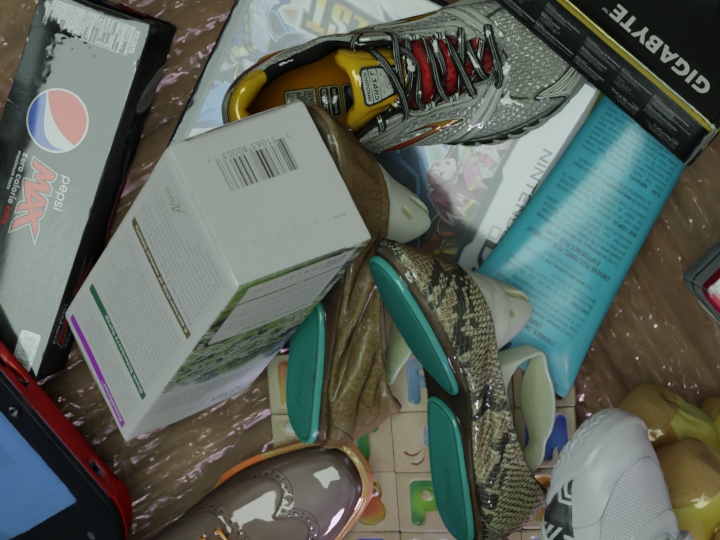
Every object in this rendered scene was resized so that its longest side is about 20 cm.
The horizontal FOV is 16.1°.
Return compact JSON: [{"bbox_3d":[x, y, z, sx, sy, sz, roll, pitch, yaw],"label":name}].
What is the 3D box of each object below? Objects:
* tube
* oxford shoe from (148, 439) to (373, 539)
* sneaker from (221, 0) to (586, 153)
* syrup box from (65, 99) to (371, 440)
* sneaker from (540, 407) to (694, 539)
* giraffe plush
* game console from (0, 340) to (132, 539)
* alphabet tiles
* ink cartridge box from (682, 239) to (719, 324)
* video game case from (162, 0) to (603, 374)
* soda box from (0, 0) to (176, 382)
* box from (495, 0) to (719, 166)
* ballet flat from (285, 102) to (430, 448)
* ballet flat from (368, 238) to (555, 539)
[{"bbox_3d":[0.126,-0.040,1.312,0.077,0.050,0.201,32,90,3],"label":"tube"},{"bbox_3d":[-0.079,0.158,1.348,0.200,0.073,0.071,-36,91,15],"label":"oxford shoe"},{"bbox_3d":[0.025,-0.092,1.293,0.199,0.082,0.078,-15,92,8],"label":"sneaker"},{"bbox_3d":[-0.075,0.004,1.261,0.078,0.200,0.082,-20,75,-29],"label":"syrup box"},{"bbox_3d":[0.153,0.161,1.176,0.114,0.075,0.201,14,124,40],"label":"sneaker"},{"bbox_3d":[0.187,0.174,1.303,0.199,0.173,0.163,21,111,-30],"label":"giraffe plush"},{"bbox_3d":[-0.234,0.103,1.347,0.176,0.031,0.200,-31,106,25],"label":"game console"},{"bbox_3d":[0.035,0.106,1.354,0.165,0.006,0.201,-2,102,12],"label":"alphabet tiles"},{"bbox_3d":[0.240,0.032,1.244,0.083,0.200,0.145,-44,89,4],"label":"ink cartridge box"},{"bbox_3d":[0.004,-0.062,1.351,0.199,0.026,0.182,27,98,4],"label":"video game case"},{"bbox_3d":[-0.163,-0.046,1.350,0.063,0.071,0.201,20,97,6],"label":"soda box"},{"bbox_3d":[0.142,-0.176,1.273,0.200,0.049,0.160,42,65,5],"label":"box"},{"bbox_3d":[0.000,0.000,1.288,0.072,0.068,0.201,-13,121,-21],"label":"ballet flat"},{"bbox_3d":[0.059,0.051,1.280,0.075,0.068,0.201,-28,127,-15],"label":"ballet flat"}]
